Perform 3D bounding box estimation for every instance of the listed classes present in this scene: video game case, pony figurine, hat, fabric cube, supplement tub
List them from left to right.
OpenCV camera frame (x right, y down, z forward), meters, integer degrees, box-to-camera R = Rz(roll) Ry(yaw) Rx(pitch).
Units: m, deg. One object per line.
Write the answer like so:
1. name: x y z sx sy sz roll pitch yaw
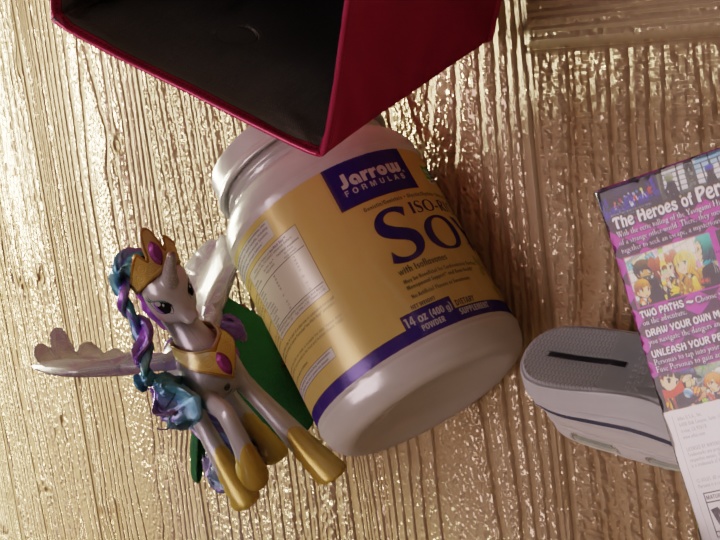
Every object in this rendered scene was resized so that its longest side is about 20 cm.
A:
1. pony figurine: -0.112 0.059 0.912 0.201 0.166 0.192 58 159 -13
2. fabric cube: -0.031 -0.217 0.743 0.195 0.199 0.202 28 129 22
3. hat: -0.041 0.097 1.080 0.201 0.173 0.168 -90 6 -58
4. supplement tub: 0.000 0.000 0.877 0.202 0.144 0.146 61 142 18
5. video game case: 0.223 0.019 0.611 0.198 0.036 0.184 -20 86 32

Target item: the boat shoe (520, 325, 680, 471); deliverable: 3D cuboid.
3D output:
1. boat shoe: 0.181 0.074 0.733 0.198 0.074 0.067 13 145 45
